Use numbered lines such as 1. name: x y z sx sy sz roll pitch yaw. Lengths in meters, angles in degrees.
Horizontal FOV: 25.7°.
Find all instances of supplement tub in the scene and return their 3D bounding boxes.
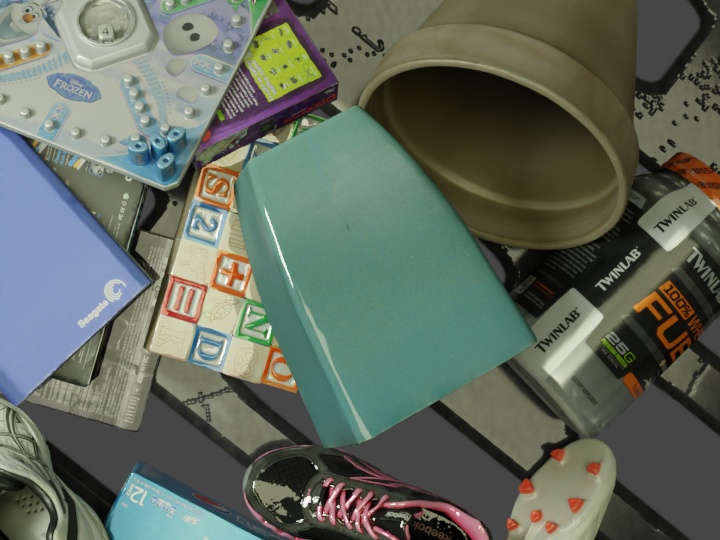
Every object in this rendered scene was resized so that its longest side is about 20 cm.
1. supplement tub: 0.198 0.015 1.170 0.200 0.123 0.123 -45 93 -2

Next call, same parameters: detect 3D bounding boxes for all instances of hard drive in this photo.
1. hard drive: -0.263 -0.022 1.123 0.132 0.025 0.200 -42 94 -2

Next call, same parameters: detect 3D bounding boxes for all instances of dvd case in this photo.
1. dvd case: -0.243 0.024 1.194 0.198 0.016 0.150 16 90 -5

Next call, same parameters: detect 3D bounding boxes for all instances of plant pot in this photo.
1. plant pot: 0.000 0.000 1.099 0.140 0.141 0.201 -28 88 -13
2. plant pot: 0.121 -0.143 1.132 0.199 0.200 0.175 28 62 -4

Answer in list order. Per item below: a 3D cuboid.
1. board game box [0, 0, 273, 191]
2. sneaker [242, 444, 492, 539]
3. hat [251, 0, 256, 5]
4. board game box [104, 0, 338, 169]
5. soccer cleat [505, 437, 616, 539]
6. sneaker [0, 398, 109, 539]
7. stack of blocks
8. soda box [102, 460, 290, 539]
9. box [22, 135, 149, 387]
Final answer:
1. board game box: -0.180 -0.177 1.116 0.198 0.026 0.201 21 66 7
2. sneaker: 0.010 0.178 1.169 0.198 0.095 0.080 17 79 -4
3. hat: 0.024 -0.282 1.176 0.176 0.199 0.167 -45 49 29
4. board game box: -0.115 -0.181 1.149 0.119 0.032 0.201 -25 69 -18
5. soccer cleat: 0.141 0.223 1.203 0.078 0.069 0.201 41 72 -43
6. sneaker: -0.259 0.145 1.132 0.200 0.088 0.076 39 86 24
7. stack of blocks: -0.078 -0.022 1.176 0.114 0.059 0.202 16 87 -12
8. soda box: -0.096 0.221 1.182 0.199 0.064 0.068 28 89 -3
9. box: -0.246 -0.032 1.160 0.157 0.046 0.202 16 91 -5
